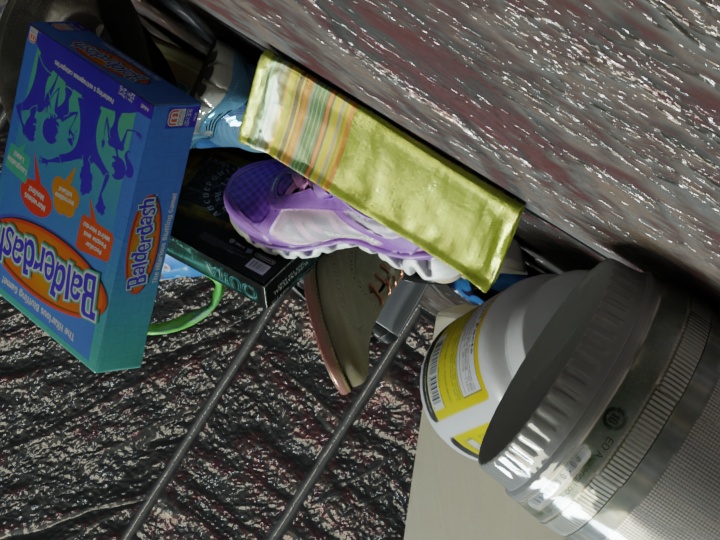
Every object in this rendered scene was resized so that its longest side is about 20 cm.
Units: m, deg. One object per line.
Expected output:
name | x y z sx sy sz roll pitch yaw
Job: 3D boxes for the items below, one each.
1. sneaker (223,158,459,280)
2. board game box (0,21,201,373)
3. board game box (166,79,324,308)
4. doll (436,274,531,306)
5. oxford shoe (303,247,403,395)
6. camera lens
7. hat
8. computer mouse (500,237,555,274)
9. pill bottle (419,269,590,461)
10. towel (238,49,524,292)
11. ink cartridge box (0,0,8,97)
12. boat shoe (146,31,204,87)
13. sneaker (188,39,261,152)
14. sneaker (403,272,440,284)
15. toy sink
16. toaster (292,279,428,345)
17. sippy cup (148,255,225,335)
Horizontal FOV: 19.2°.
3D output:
sneaker | -0.013 -0.054 1.477 0.199 0.081 0.089 9 156 30
board game box | -0.191 -0.052 1.482 0.045 0.201 0.152 -7 -150 -43
board game box | -0.104 -0.060 1.592 0.199 0.135 0.028 28 144 27
doll | 0.132 0.027 1.767 0.200 0.049 0.136 33 167 -24
oxford shoe | 0.000 0.000 1.584 0.073 0.201 0.071 -10 144 11
camera lens | 0.189 0.107 1.240 0.199 0.160 0.160 33 178 -4
hat | -0.182 -0.134 1.556 0.081 0.202 0.200 -7 -153 -41
computer mouse | 0.088 -0.013 1.581 0.199 0.044 0.110 33 179 -5
pill bottle | 0.122 0.067 1.483 0.114 0.115 0.200 33 161 -7
towel | 0.010 -0.064 1.377 0.199 0.018 0.086 32 144 12
ink cartridge box | -0.242 -0.174 1.779 0.068 0.115 0.200 32 178 15
boat shoe | -0.130 -0.133 1.768 0.073 0.063 0.200 30 177 42
sneaker | -0.081 -0.107 1.520 0.090 0.079 0.200 26 -179 -5
sneaker | 0.012 -0.041 1.822 0.200 0.067 0.090 30 177 -31
toy sink | 0.119 0.137 1.689 0.130 0.201 0.112 8 -175 14
toaster | -0.036 -0.031 1.972 0.181 0.119 0.200 33 178 -33
sippy cup | -0.183 -0.045 1.716 0.140 0.130 0.179 62 -167 -62
